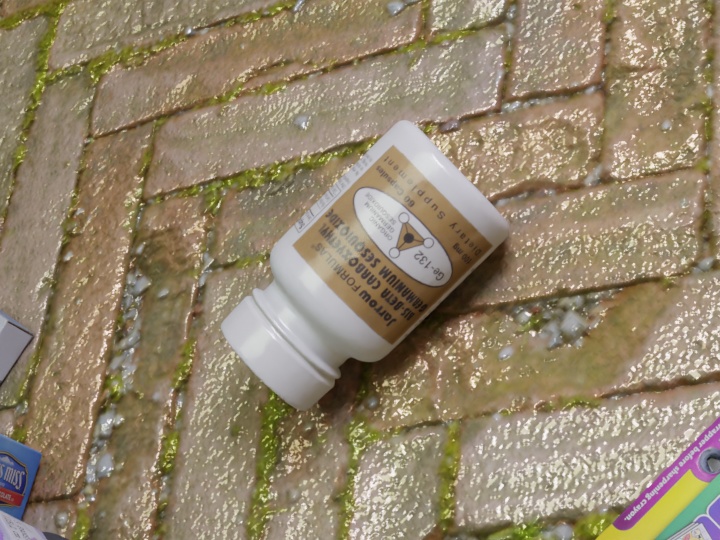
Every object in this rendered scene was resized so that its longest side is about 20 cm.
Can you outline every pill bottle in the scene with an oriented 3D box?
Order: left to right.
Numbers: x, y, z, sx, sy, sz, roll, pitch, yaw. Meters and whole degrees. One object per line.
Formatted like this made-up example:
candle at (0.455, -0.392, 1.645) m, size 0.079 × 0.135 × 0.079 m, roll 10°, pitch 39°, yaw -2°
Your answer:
pill bottle at (0.000, 0.000, 1.051) m, size 0.200 × 0.114 × 0.114 m, roll -45°, pitch 51°, yaw 5°

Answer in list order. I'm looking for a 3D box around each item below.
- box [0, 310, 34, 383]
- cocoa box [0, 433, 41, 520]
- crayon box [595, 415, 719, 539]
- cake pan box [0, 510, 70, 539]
box at (-0.395, 0.103, 1.292) m, size 0.156 × 0.041 × 0.200 m, roll 29°, pitch 84°, yaw 38°
cocoa box at (-0.379, 0.169, 1.152) m, size 0.199 × 0.133 × 0.132 m, roll 11°, pitch 75°, yaw 18°
crayon box at (0.255, 0.163, 0.843) m, size 0.200 × 0.058 × 0.173 m, roll -45°, pitch 52°, yaw 4°
cake pan box at (-0.166, 0.260, 0.975) m, size 0.052 × 0.184 × 0.200 m, roll -44°, pitch 50°, yaw -1°
